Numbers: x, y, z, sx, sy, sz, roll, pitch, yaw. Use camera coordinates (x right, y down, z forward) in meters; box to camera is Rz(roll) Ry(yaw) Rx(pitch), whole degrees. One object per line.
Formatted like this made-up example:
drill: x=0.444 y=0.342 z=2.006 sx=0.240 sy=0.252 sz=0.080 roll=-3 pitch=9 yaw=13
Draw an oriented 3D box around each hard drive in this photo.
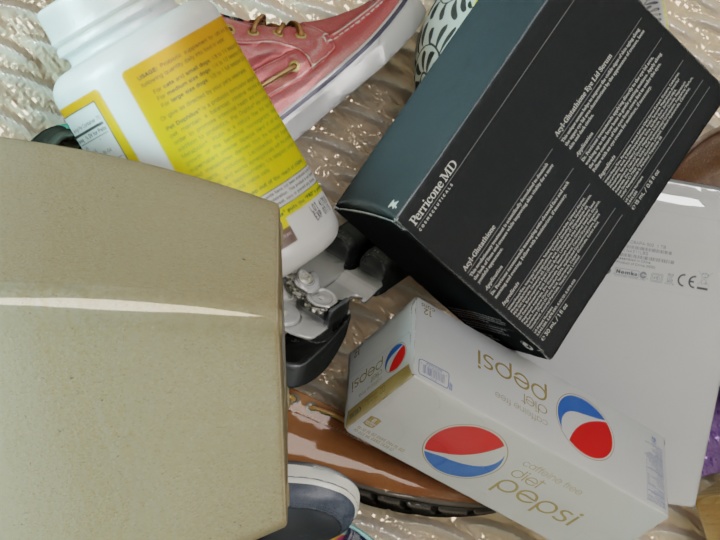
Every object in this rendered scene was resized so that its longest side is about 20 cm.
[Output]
hard drive: x=0.164 y=0.039 z=1.578 sx=0.132 sy=0.025 sz=0.200 roll=10 pitch=98 yaw=-4

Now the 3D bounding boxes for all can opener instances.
can opener: x=0.000 y=0.000 z=1.542 sx=0.053 sy=0.067 sz=0.200 roll=30 pitch=42 yaw=22

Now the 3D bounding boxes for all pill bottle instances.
pill bottle: x=-0.104 y=-0.080 z=1.458 sx=0.109 sy=0.109 sz=0.200 roll=-33 pitch=97 yaw=-26

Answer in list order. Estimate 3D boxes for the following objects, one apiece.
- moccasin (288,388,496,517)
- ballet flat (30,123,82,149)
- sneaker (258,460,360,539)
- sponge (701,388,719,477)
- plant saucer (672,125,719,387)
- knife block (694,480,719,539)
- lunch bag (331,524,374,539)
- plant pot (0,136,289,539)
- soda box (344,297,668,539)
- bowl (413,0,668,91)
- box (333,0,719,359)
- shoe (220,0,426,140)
moccasin: x=0.005 y=0.102 z=1.535 sx=0.201 sy=0.074 sz=0.078 roll=16 pitch=80 yaw=-9
ballet flat: x=-0.161 y=0.009 z=1.484 sx=0.068 sy=0.068 sz=0.200 roll=-12 pitch=83 yaw=-23
sneaker: x=-0.094 y=0.190 z=1.402 sx=0.202 sy=0.077 sz=0.146 roll=-14 pitch=50 yaw=15
sponge: x=0.253 y=0.074 z=1.665 sx=0.200 sy=0.030 sz=0.112 roll=-10 pitch=81 yaw=-25
plant saucer: x=0.270 y=0.000 z=1.655 sx=0.200 sy=0.037 sz=0.201 roll=6 pitch=73 yaw=-22
knife block: x=0.300 y=0.170 z=1.560 sx=0.064 sy=0.175 sz=0.200 roll=-24 pitch=101 yaw=-36
lunch bag: x=-0.026 y=0.250 z=1.478 sx=0.160 sy=0.077 sz=0.200 roll=41 pitch=66 yaw=-9
plant pot: x=-0.127 y=0.053 z=1.351 sx=0.177 sy=0.200 sz=0.200 roll=-1 pitch=116 yaw=-1
soda box: x=0.088 y=0.098 z=1.498 sx=0.200 sy=0.068 sz=0.064 roll=30 pitch=41 yaw=-24
bowl: x=0.096 y=-0.129 z=1.595 sx=0.201 sy=0.094 sz=0.201 roll=-16 pitch=114 yaw=-40
box: x=0.101 y=-0.072 z=1.480 sx=0.141 sy=0.079 sz=0.200 roll=42 pitch=76 yaw=-30
shoe: x=-0.052 y=-0.134 z=1.562 sx=0.200 sy=0.071 sz=0.091 roll=-43 pitch=100 yaw=-21
